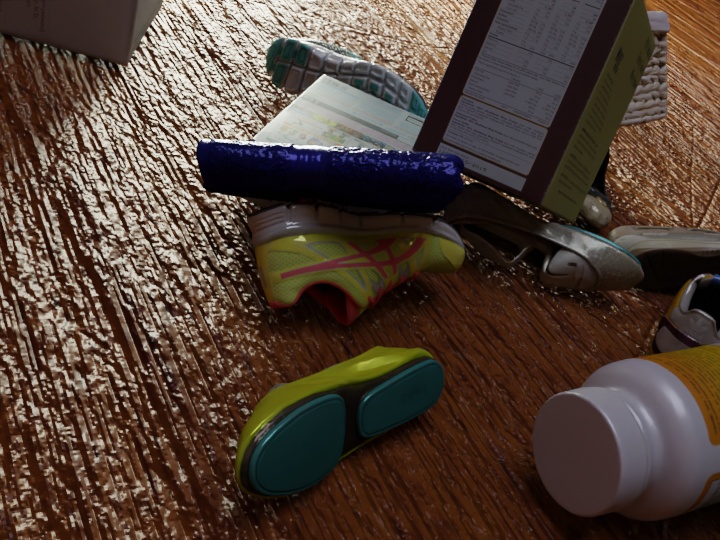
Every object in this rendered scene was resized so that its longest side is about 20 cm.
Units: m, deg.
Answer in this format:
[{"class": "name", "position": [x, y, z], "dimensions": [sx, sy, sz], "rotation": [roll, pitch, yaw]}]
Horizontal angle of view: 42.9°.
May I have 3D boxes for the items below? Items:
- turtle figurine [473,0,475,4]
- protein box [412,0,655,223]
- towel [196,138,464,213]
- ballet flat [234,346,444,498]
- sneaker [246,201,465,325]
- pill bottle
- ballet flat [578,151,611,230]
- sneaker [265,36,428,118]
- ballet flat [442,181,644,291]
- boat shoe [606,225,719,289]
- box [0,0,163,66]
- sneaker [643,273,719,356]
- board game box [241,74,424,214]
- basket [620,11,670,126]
[{"class": "turtle figurine", "position": [0.224, -0.396, 1.407], "dimensions": [0.149, 0.101, 0.200], "rotation": [33, 16, -8]}, {"class": "protein box", "position": [0.174, -0.171, 0.884], "dimensions": [0.134, 0.201, 0.198], "rotation": [26, 8, 20]}, {"class": "towel", "position": [-0.021, -0.072, 0.723], "dimensions": [0.198, 0.050, 0.148], "rotation": [4, 6, 2]}, {"class": "ballet flat", "position": [-0.024, 0.093, 0.609], "dimensions": [0.067, 0.067, 0.199], "rotation": [17, 23, 37]}, {"class": "sneaker", "position": [0.000, 0.000, 0.741], "dimensions": [0.199, 0.078, 0.091], "rotation": [2, 79, -30]}, {"class": "pill bottle", "position": [0.223, 0.115, 0.656], "dimensions": [0.199, 0.112, 0.111], "rotation": [-4, 40, -33]}, {"class": "ballet flat", "position": [0.260, -0.109, 1.040], "dimensions": [0.066, 0.057, 0.200], "rotation": [41, 29, -17]}, {"class": "sneaker", "position": [-0.005, -0.220, 1.053], "dimensions": [0.199, 0.078, 0.091], "rotation": [29, 30, 9]}, {"class": "ballet flat", "position": [0.169, -0.017, 0.879], "dimensions": [0.199, 0.068, 0.062], "rotation": [26, 60, 15]}, {"class": "boat shoe", "position": [0.352, -0.015, 0.956], "dimensions": [0.199, 0.072, 0.065], "rotation": [3, 37, -16]}, {"class": "box", "position": [-0.296, -0.363, 0.979], "dimensions": [0.170, 0.201, 0.200], "rotation": [13, 33, -8]}, {"class": "sneaker", "position": [0.324, 0.038, 0.841], "dimensions": [0.075, 0.090, 0.200], "rotation": [31, 35, 15]}, {"class": "board game box", "position": [-0.011, -0.108, 0.895], "dimensions": [0.147, 0.065, 0.200], "rotation": [24, 32, 6]}, {"class": "basket", "position": [0.247, -0.223, 1.075], "dimensions": [0.135, 0.124, 0.199], "rotation": [-16, 12, -43]}]
